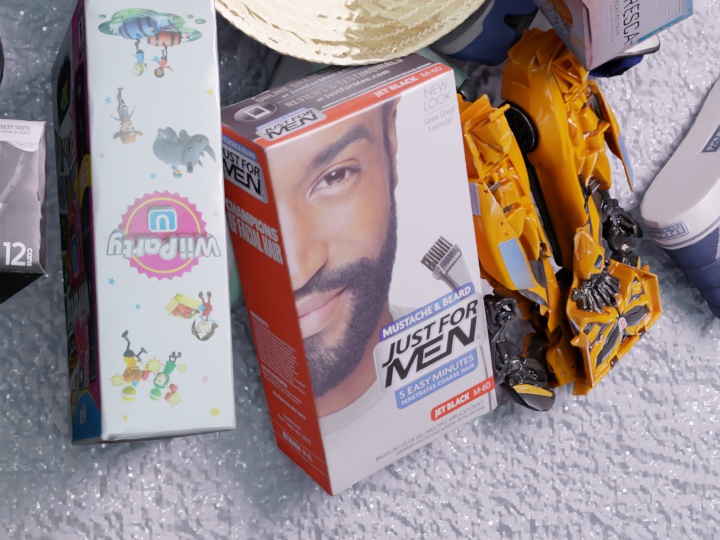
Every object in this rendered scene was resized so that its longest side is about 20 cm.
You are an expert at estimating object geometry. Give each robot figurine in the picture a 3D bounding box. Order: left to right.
[{"bbox_3d":[0.106,-0.020,0.869,0.145,0.058,0.201,-42,122,-31],"label":"robot figurine"}]

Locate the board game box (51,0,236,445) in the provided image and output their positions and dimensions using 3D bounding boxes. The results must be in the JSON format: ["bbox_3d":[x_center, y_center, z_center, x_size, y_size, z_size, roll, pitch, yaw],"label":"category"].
[{"bbox_3d":[-0.108,-0.019,0.769,0.064,0.147,0.201,-3,84,-16],"label":"board game box"}]

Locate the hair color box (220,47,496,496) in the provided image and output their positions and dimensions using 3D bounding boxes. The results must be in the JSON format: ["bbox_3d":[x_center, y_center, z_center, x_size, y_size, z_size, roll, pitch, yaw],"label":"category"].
[{"bbox_3d":[0.000,0.000,0.806,0.111,0.064,0.201,-25,122,-24],"label":"hair color box"}]

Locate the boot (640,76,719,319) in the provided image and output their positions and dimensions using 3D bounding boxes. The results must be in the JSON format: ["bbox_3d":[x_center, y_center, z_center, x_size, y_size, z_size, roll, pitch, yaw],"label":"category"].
[{"bbox_3d":[0.249,-0.066,0.969,0.200,0.073,0.090,-49,117,-19],"label":"boot"}]

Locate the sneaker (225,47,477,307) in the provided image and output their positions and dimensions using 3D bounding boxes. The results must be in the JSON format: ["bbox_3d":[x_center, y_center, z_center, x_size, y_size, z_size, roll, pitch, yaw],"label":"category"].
[{"bbox_3d":[-0.009,-0.048,0.850,0.118,0.074,0.201,28,71,-9],"label":"sneaker"}]

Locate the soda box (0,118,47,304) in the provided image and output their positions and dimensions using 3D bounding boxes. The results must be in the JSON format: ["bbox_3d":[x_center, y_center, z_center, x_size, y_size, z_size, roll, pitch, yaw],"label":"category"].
[{"bbox_3d":[-0.188,-0.018,0.711,0.070,0.200,0.064,2,83,-21],"label":"soda box"}]

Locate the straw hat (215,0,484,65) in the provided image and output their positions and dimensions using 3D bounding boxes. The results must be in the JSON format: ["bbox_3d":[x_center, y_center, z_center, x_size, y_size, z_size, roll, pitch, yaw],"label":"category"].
[{"bbox_3d":[-0.009,-0.201,0.784,0.200,0.085,0.202,-4,105,-16],"label":"straw hat"}]

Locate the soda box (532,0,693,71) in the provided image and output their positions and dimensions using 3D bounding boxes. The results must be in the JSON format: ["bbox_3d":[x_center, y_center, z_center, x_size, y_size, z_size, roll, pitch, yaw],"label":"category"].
[{"bbox_3d":[0.094,-0.203,0.837,0.068,0.064,0.200,-28,61,-4],"label":"soda box"}]

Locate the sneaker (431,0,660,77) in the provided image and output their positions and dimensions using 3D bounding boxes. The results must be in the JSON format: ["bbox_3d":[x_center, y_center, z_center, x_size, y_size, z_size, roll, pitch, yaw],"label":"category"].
[{"bbox_3d":[0.125,-0.175,0.929,0.115,0.080,0.200,37,68,-25],"label":"sneaker"}]

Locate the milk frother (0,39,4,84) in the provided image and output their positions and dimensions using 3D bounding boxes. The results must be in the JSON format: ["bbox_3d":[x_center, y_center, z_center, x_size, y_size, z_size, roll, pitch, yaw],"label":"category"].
[{"bbox_3d":[-0.228,-0.156,0.696,0.199,0.181,0.189,20,62,-7],"label":"milk frother"}]
